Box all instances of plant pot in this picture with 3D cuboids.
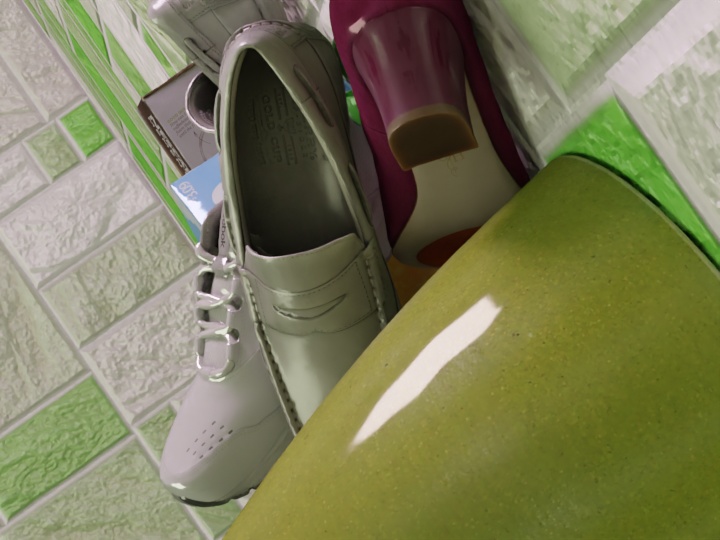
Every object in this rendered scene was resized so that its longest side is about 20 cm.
[{"bbox_3d":[0.050,0.090,0.643,0.187,0.200,0.187,53,172,11],"label":"plant pot"}]

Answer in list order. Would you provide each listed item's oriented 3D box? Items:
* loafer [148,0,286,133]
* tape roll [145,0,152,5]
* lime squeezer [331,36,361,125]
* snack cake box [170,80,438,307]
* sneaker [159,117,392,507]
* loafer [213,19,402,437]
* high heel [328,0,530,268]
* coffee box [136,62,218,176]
[{"bbox_3d":[-0.067,-0.103,0.963,0.070,0.070,0.200,49,170,37],"label":"loafer"},{"bbox_3d":[-0.140,-0.227,1.073,0.203,0.037,0.203,53,173,10],"label":"tape roll"},{"bbox_3d":[0.005,-0.106,0.752,0.200,0.037,0.071,78,-172,-72],"label":"lime squeezer"},{"bbox_3d":[0.000,0.000,0.874,0.200,0.115,0.067,48,167,39],"label":"snack cake box"},{"bbox_3d":[-0.048,0.011,0.781,0.074,0.201,0.087,9,159,42],"label":"sneaker"},{"bbox_3d":[-0.024,-0.004,0.707,0.070,0.070,0.201,-37,-66,-74],"label":"loafer"},{"bbox_3d":[0.030,-0.068,0.698,0.200,0.067,0.097,74,-178,-70],"label":"high heel"},{"bbox_3d":[-0.069,-0.056,1.188,0.201,0.080,0.114,56,172,-8],"label":"coffee box"}]
